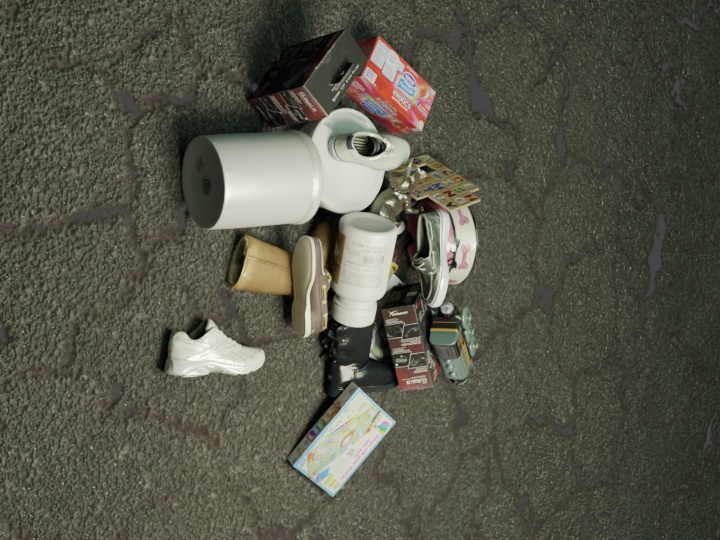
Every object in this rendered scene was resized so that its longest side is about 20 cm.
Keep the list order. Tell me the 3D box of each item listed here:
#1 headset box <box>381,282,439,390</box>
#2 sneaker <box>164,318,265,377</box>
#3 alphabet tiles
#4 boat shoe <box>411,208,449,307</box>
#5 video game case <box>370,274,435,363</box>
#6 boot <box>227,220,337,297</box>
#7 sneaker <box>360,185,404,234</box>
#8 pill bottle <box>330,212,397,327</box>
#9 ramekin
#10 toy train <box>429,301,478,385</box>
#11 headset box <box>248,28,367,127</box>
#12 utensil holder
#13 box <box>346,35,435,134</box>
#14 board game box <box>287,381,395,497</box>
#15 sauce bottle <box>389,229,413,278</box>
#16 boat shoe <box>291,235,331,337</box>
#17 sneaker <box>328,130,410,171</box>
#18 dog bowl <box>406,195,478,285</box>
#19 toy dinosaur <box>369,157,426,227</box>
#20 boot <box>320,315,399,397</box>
[{"bbox_3d":[0.113,0.146,1.692,0.149,0.076,0.203,-53,132,-67],"label":"headset box"},{"bbox_3d":[-0.253,0.137,1.435,0.198,0.077,0.101,3,87,-43],"label":"sneaker"},{"bbox_3d":[0.153,-0.187,1.714,0.166,0.199,0.008,-21,136,-39],"label":"alphabet tiles"},{"bbox_3d":[0.136,-0.025,1.643,0.070,0.072,0.204,-3,99,-28],"label":"boat shoe"},{"bbox_3d":[0.088,0.137,1.776,0.200,0.023,0.184,42,66,-36],"label":"video game case"},{"bbox_3d":[-0.143,-0.032,1.531,0.198,0.066,0.178,18,80,-40],"label":"boot"},{"bbox_3d":[0.011,-0.114,1.661,0.199,0.075,0.116,-22,106,-45],"label":"sneaker"},{"bbox_3d":[0.000,0.000,1.555,0.113,0.114,0.203,-11,121,-41],"label":"pill bottle"},{"bbox_3d":[-0.052,-0.213,1.582,0.200,0.093,0.206,-4,95,-41],"label":"ramekin"},{"bbox_3d":[0.195,0.157,1.698,0.201,0.084,0.115,68,31,-48],"label":"toy train"},{"bbox_3d":[-0.091,-0.348,1.459,0.077,0.198,0.150,47,62,-32],"label":"headset box"},{"bbox_3d":[-0.191,-0.158,1.413,0.198,0.169,0.173,-10,99,-39],"label":"utensil holder"},{"bbox_3d":[0.053,-0.379,1.666,0.199,0.095,0.101,34,71,-38],"label":"box"},{"bbox_3d":[-0.037,0.343,1.627,0.200,0.034,0.135,-48,123,-7],"label":"board game box"},{"bbox_3d":[0.044,-0.010,1.699,0.200,0.066,0.066,-48,122,-27],"label":"sauce bottle"},{"bbox_3d":[-0.089,0.028,1.509,0.059,0.072,0.203,-11,115,-33],"label":"boat shoe"},{"bbox_3d":[0.032,-0.230,1.547,0.198,0.070,0.074,-8,97,-42],"label":"sneaker"},{"bbox_3d":[0.169,-0.067,1.732,0.073,0.199,0.204,-5,96,-27],"label":"dog bowl"},{"bbox_3d":[0.059,-0.125,1.617,0.200,0.077,0.102,-47,121,2],"label":"toy dinosaur"},{"bbox_3d":[0.008,0.166,1.653,0.196,0.073,0.165,-6,108,-31],"label":"boot"}]
